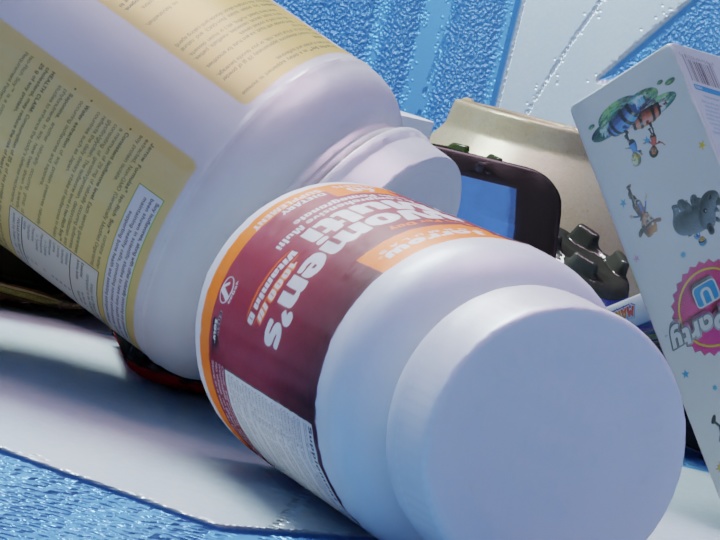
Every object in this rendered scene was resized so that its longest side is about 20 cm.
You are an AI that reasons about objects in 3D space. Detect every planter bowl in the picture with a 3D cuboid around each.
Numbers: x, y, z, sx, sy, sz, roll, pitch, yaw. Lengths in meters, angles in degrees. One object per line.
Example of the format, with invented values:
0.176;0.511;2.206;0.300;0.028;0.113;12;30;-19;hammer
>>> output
0.100;-0.030;1.765;0.199;0.135;0.200;13;5;-1;planter bowl

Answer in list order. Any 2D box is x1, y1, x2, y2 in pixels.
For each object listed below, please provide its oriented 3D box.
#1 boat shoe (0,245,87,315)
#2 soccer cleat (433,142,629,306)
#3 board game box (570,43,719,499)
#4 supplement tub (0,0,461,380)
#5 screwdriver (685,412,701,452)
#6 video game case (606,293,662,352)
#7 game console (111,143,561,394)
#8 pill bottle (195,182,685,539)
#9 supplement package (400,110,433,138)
-0.127;-0.007;1.313;0.199;0.072;0.068;1;14;-23;boat shoe
0.075;-0.011;1.633;0.065;0.084;0.200;0;29;-42;soccer cleat
0.184;0.011;1.231;0.064;0.201;0.147;-33;-24;30;board game box
-0.074;-0.047;1.130;0.200;0.146;0.145;36;13;19;supplement tub
0.228;0.101;1.354;0.199;0.028;0.029;24;38;24;screwdriver
0.176;0.024;1.420;0.143;0.018;0.200;-3;-13;-32;video game case
0.000;0.000;1.244;0.199;0.119;0.172;13;5;-10;game console
0.024;0.037;0.953;0.109;0.110;0.200;12;5;-24;pill bottle
-0.073;-0.059;1.669;0.119;0.122;0.200;10;7;-39;supplement package
